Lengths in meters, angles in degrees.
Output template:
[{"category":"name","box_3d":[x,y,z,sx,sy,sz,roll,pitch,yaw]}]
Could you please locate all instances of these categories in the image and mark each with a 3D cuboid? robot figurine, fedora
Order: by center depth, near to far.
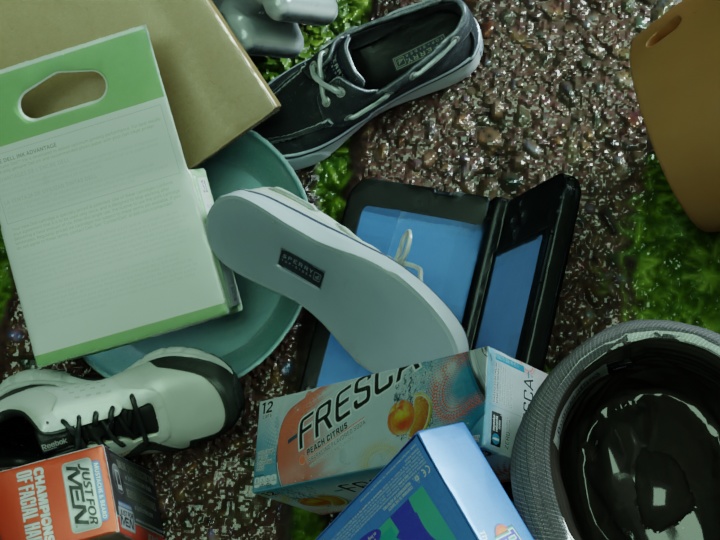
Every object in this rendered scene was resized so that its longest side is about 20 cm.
[{"category":"fedora","box_3d":[0.177,0.132,1.057,0.175,0.090,0.201,-24,65,-3]},{"category":"robot figurine","box_3d":[-0.088,-0.251,1.332,0.169,0.112,0.202,-36,68,33]}]

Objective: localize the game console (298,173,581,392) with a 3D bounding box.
[{"category":"game console","box_3d":[0.048,0.031,1.225,0.115,0.176,0.202,17,77,-13]}]

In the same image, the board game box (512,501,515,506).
[{"category":"board game box","box_3d":[0.075,0.224,1.195,0.198,0.047,0.153,12,77,14]}]

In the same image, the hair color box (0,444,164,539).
[{"category":"hair color box","box_3d":[-0.243,0.178,1.239,0.198,0.111,0.065,-16,72,7]}]

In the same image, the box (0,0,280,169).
[{"category":"box","box_3d":[-0.176,-0.150,1.281,0.163,0.021,0.201,-34,92,9]}]

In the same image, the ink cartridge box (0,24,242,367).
[{"category":"ink cartridge box","box_3d":[-0.176,-0.049,1.256,0.144,0.048,0.202,-15,90,11]}]

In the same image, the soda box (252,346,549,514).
[{"category":"soda box","box_3d":[0.023,0.103,1.149,0.199,0.068,0.064,-17,60,40]}]

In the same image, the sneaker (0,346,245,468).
[{"category":"sneaker","box_3d":[-0.172,0.104,1.245,0.198,0.080,0.074,-10,107,20]}]

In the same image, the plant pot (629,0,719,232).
[{"category":"plant pot","box_3d":[0.263,-0.112,1.189,0.139,0.200,0.202,-21,70,21]}]

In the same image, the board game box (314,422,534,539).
[{"category":"board game box","box_3d":[0.053,0.212,1.033,0.152,0.045,0.201,-48,61,37]}]

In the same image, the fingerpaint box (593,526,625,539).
[{"category":"fingerpaint box","box_3d":[0.126,0.268,1.106,0.199,0.073,0.168,-29,68,1]}]

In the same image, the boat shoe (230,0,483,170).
[{"category":"boat shoe","box_3d":[-0.008,-0.135,1.304,0.198,0.068,0.072,-23,71,6]}]

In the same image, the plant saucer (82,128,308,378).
[{"category":"plant saucer","box_3d":[-0.123,-0.009,1.302,0.198,0.036,0.202,-2,80,13]}]

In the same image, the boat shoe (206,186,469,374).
[{"category":"boat shoe","box_3d":[-0.002,0.004,1.219,0.201,0.086,0.075,29,119,20]}]
